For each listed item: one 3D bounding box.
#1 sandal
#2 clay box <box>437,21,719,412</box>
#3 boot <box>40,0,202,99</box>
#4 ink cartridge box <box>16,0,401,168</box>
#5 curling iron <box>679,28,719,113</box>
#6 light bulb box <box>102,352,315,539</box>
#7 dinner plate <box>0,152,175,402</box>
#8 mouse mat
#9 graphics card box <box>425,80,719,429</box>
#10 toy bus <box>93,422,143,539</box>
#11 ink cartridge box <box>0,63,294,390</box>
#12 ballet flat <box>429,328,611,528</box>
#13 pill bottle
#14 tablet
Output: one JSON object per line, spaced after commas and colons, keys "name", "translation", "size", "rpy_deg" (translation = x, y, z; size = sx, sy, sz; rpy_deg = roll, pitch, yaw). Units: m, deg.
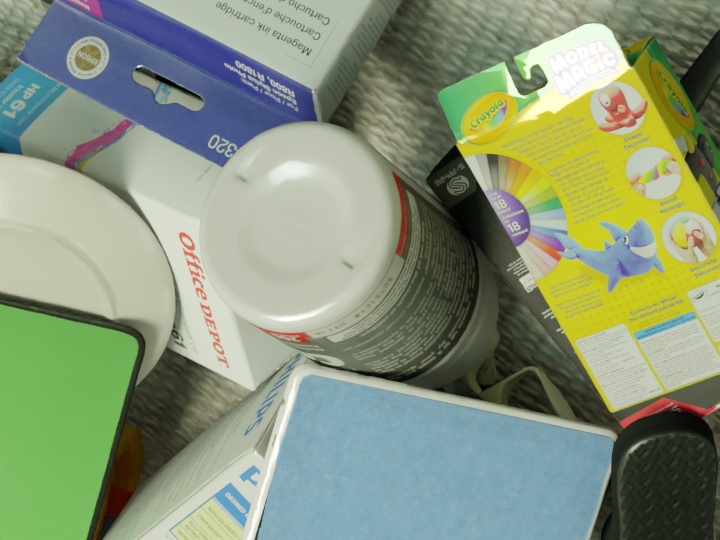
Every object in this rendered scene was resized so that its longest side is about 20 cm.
{"name": "sandal", "translation": [0.168, 0.151, 1.684], "size": [0.075, 0.048, 0.201], "rpy_deg": [-1, 130, -8]}
{"name": "clay box", "translation": [0.136, -0.034, 1.548], "size": [0.114, 0.048, 0.201], "rpy_deg": [-22, 105, 32]}
{"name": "boot", "translation": [-0.113, -0.112, 1.785], "size": [0.199, 0.068, 0.131], "rpy_deg": [18, 128, 35]}
{"name": "ink cartridge box", "translation": [-0.075, -0.170, 1.670], "size": [0.196, 0.043, 0.201], "rpy_deg": [27, 79, 24]}
{"name": "curling iron", "translation": [0.150, -0.068, 1.632], "size": [0.050, 0.026, 0.200], "rpy_deg": [45, 128, 5]}
{"name": "light bulb box", "translation": [-0.031, 0.180, 1.766], "size": [0.198, 0.125, 0.200], "rpy_deg": [43, 129, -10]}
{"name": "dinner plate", "translation": [-0.207, 0.019, 1.705], "size": [0.199, 0.024, 0.201], "rpy_deg": [2, 128, 2]}
{"name": "mouse mat", "translation": [-0.222, 0.096, 1.742], "size": [0.160, 0.008, 0.201], "rpy_deg": [13, 125, -8]}
{"name": "graphics card box", "translation": [0.144, -0.011, 1.619], "size": [0.125, 0.051, 0.200], "rpy_deg": [-34, 100, 38]}
{"name": "toy bus", "translation": [-0.197, 0.144, 1.896], "size": [0.191, 0.201, 0.136], "rpy_deg": [10, 135, 0]}
{"name": "ink cartridge box", "translation": [-0.122, -0.035, 1.761], "size": [0.199, 0.085, 0.145], "rpy_deg": [23, 146, 34]}
{"name": "ballet flat", "translation": [0.072, 0.072, 1.726], "size": [0.200, 0.073, 0.073], "rpy_deg": [43, 128, 22]}
{"name": "pill bottle", "translation": [0.000, 0.000, 1.625], "size": [0.113, 0.200, 0.115], "rpy_deg": [-6, 73, 20]}
{"name": "tablet", "translation": [0.038, 0.130, 1.644], "size": [0.014, 0.199, 0.131], "rpy_deg": [-132, 57, -67]}
